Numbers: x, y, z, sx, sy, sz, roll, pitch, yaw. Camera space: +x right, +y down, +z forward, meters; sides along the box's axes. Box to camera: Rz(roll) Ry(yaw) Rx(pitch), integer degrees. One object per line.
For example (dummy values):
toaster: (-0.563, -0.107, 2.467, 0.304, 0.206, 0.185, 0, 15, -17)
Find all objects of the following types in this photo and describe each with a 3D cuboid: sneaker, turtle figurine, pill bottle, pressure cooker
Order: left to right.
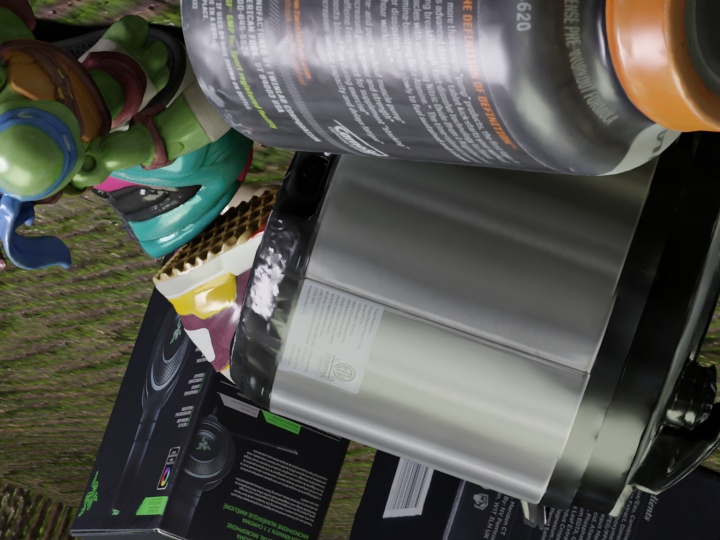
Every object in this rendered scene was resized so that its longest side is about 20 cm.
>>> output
turtle figurine: (-0.108, -0.106, 1.179, 0.143, 0.201, 0.194, -2, -169, -7)
sneaker: (-0.126, -0.063, 1.394, 0.199, 0.084, 0.121, 7, 154, 40)
sneaker: (0.000, 0.000, 1.346, 0.199, 0.075, 0.090, -18, 113, 42)
pill bottle: (0.044, -0.085, 0.956, 0.199, 0.107, 0.106, 8, 164, 44)
pressure cooker: (0.064, 0.002, 1.144, 0.199, 0.179, 0.176, 19, 165, 4)

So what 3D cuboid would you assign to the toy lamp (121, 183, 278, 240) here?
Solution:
toy lamp: (-0.044, -0.031, 1.461, 0.058, 0.058, 0.200, 26, 167, -33)

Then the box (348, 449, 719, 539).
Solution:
box: (0.122, 0.169, 1.962, 0.199, 0.118, 0.197, 21, 168, -15)

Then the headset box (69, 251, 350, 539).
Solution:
headset box: (-0.073, 0.081, 1.658, 0.092, 0.201, 0.174, 22, 168, -18)
